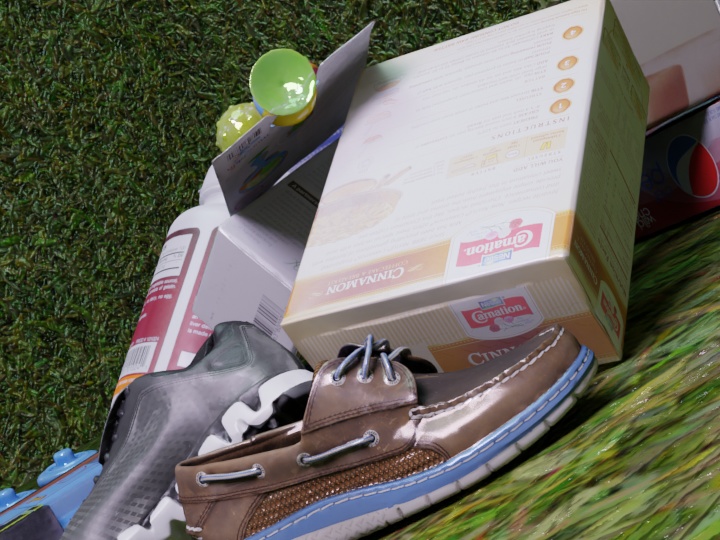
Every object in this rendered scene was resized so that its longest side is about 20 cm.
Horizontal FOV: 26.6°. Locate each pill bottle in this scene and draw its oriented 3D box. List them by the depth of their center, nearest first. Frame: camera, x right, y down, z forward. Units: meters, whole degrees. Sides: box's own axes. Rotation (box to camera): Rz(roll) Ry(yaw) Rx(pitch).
[{"bbox_3d":[-0.095,0.029,1.075,0.113,0.112,0.202,-27,42,57],"label":"pill bottle"}]

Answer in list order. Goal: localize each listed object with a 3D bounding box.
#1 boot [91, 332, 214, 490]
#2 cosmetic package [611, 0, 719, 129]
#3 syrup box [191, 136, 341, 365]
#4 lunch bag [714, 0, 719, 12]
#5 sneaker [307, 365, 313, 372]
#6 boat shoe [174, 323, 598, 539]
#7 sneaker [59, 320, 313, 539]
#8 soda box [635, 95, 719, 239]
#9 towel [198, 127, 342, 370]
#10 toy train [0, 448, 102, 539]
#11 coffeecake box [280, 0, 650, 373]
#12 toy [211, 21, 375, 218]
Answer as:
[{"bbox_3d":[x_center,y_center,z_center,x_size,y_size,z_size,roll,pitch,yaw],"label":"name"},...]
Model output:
[{"bbox_3d":[-0.117,0.134,0.878,0.132,0.070,0.201,-44,12,27],"label":"boot"},{"bbox_3d":[0.133,-0.113,0.968,0.198,0.088,0.103,-25,2,-26],"label":"cosmetic package"},{"bbox_3d":[-0.013,-0.023,0.985,0.200,0.081,0.079,-39,-20,-43],"label":"syrup box"},{"bbox_3d":[0.214,-0.140,1.250,0.198,0.141,0.168,-30,-16,9],"label":"lunch bag"},{"bbox_3d":[0.033,0.040,1.157,0.201,0.088,0.074,-55,18,-3],"label":"sneaker"},{"bbox_3d":[0.005,0.069,0.654,0.198,0.073,0.072,-31,2,11],"label":"boat shoe"},{"bbox_3d":[-0.101,0.102,0.746,0.200,0.091,0.066,-43,-37,3],"label":"sneaker"},{"bbox_3d":[0.231,-0.076,1.038,0.070,0.064,0.200,-31,1,-26],"label":"soda box"},{"bbox_3d":[-0.031,-0.002,1.197,0.144,0.202,0.024,-29,17,-26],"label":"towel"},{"bbox_3d":[-0.197,0.175,0.979,0.113,0.088,0.199,-16,10,45],"label":"toy train"},{"bbox_3d":[0.060,-0.036,0.778,0.152,0.073,0.201,-14,39,28],"label":"coffeecake box"},{"bbox_3d":[-0.049,-0.093,0.893,0.115,0.047,0.200,-42,-1,-7],"label":"toy"}]
